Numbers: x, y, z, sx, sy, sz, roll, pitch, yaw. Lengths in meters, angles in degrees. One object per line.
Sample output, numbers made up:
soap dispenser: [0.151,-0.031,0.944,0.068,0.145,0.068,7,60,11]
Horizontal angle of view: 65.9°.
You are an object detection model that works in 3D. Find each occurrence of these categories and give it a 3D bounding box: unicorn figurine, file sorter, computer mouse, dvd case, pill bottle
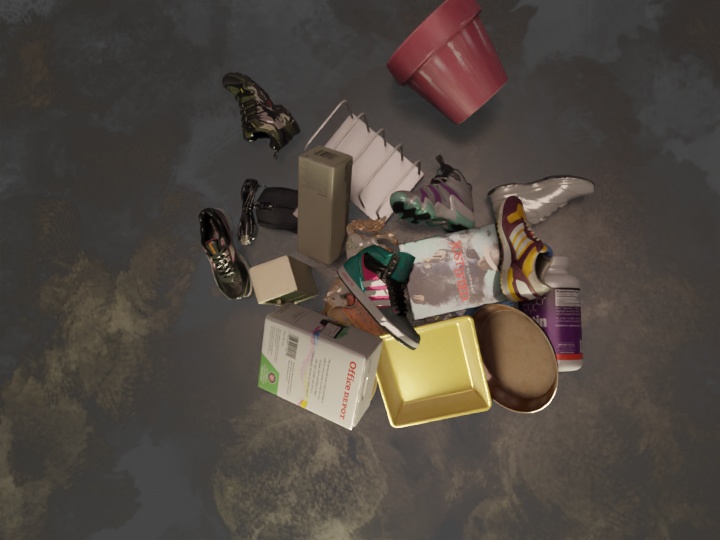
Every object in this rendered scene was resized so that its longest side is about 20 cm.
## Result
unicorn figurine: [0.000,0.000,1.059,0.135,0.074,0.204,3,84,15]
file sorter: [0.006,-0.211,1.083,0.199,0.125,0.139,41,90,9]
computer mouse: [-0.159,-0.118,1.130,0.196,0.053,0.141,4,85,7]
dvd case: [0.179,0.002,1.031,0.196,0.022,0.149,-11,83,2]
pill bottle: [0.347,0.080,1.022,0.110,0.112,0.204,-1,84,7]

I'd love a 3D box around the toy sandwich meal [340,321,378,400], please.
toy sandwich meal: [-0.060,0.185,1.057,0.202,0.070,0.210,3,97,25]

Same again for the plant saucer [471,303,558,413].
plant saucer: [0.271,0.152,0.990,0.034,0.200,0.203,-19,80,-35]

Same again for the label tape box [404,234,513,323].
label tape box: [0.180,0.052,1.069,0.199,0.066,0.144,39,91,10]

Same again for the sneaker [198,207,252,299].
sneaker: [-0.286,-0.034,1.121,0.079,0.086,0.203,-25,83,6]

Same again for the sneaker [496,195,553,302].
sneaker: [0.299,-0.046,0.986,0.089,0.074,0.204,-17,64,43]

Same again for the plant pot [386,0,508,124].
plant pot: [0.177,-0.390,1.054,0.200,0.200,0.179,-42,97,2]

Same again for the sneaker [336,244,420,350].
sneaker: [0.061,0.029,0.965,0.121,0.083,0.200,-45,72,9]

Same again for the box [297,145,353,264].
box: [-0.068,-0.120,1.036,0.081,0.068,0.203,23,128,22]

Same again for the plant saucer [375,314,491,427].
plant saucer: [0.129,0.182,1.035,0.196,0.049,0.203,-13,110,9]

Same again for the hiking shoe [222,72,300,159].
hiking shoe: [-0.223,-0.323,1.144,0.199,0.076,0.101,40,87,8]

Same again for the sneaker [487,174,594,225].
sneaker: [0.349,-0.135,1.071,0.196,0.074,0.089,-9,96,13]

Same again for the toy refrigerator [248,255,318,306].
toy refrigerator: [-0.137,0.027,1.041,0.075,0.200,0.071,-19,84,4]

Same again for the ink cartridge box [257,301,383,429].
ink cartridge box: [-0.072,0.162,0.973,0.197,0.084,0.147,19,113,20]

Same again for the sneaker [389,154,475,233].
sneaker: [0.139,-0.159,1.060,0.198,0.077,0.143,14,74,-36]

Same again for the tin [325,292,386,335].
tin: [0.004,0.115,1.099,0.110,0.042,0.203,-25,83,0]
